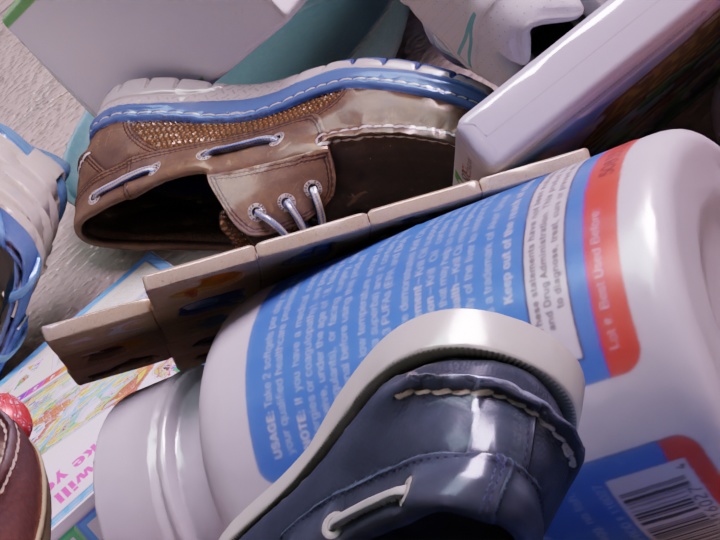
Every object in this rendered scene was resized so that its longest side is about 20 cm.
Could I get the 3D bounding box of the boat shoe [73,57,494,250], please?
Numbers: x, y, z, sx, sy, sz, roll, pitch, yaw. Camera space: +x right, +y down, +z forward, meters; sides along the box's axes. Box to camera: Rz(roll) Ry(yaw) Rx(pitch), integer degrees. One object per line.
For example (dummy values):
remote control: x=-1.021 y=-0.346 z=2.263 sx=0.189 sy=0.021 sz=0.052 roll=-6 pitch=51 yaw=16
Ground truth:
boat shoe: x=-0.025 y=-0.031 z=0.862 sx=0.199 sy=0.072 sz=0.073 roll=-2 pitch=55 yaw=33

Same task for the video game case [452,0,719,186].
video game case: x=0.112 y=-0.081 z=0.731 sx=0.200 sy=0.022 sz=0.182 roll=-38 pitch=-8 yaw=-5

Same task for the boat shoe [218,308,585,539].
boat shoe: x=0.001 y=0.091 z=0.563 sx=0.200 sy=0.075 sz=0.062 roll=-54 pitch=16 yaw=45

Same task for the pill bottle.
pill bottle: x=0.024 y=0.043 z=0.637 sx=0.199 sy=0.112 sz=0.112 roll=-20 pitch=30 yaw=27

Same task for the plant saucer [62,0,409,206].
plant saucer: x=-0.050 y=-0.087 z=1.019 sx=0.200 sy=0.036 sz=0.200 roll=-30 pitch=27 yaw=17

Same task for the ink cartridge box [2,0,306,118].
ink cartridge box: x=-0.040 y=-0.163 z=0.941 sx=0.146 sy=0.084 sz=0.200 roll=-32 pitch=17 yaw=53

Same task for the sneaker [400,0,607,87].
sneaker: x=0.061 y=-0.089 z=0.801 sx=0.070 sy=0.080 sz=0.200 roll=-44 pitch=-17 yaw=12

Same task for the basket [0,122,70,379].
basket: x=-0.211 y=0.019 z=0.896 sx=0.177 sy=0.139 sz=0.200 roll=-58 pitch=5 yaw=27

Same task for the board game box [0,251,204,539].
board game box: x=-0.123 y=0.083 z=0.836 sx=0.200 sy=0.034 sz=0.134 roll=-41 pitch=26 yaw=-10

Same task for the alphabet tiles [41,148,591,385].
alphabet tiles: x=0.000 y=0.000 z=0.707 sx=0.199 sy=0.006 sz=0.166 roll=-16 pitch=-9 yaw=-4

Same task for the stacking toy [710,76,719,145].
stacking toy: x=0.166 y=-0.068 z=0.661 sx=0.146 sy=0.146 sz=0.200 roll=-48 pitch=13 yaw=-22

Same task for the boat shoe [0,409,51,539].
boat shoe: x=-0.145 y=0.080 z=0.643 sx=0.072 sy=0.072 sz=0.200 roll=3 pitch=25 yaw=16

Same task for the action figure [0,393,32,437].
action figure: x=-0.198 y=0.101 z=0.786 sx=0.200 sy=0.065 sz=0.052 roll=-31 pitch=44 yaw=12
